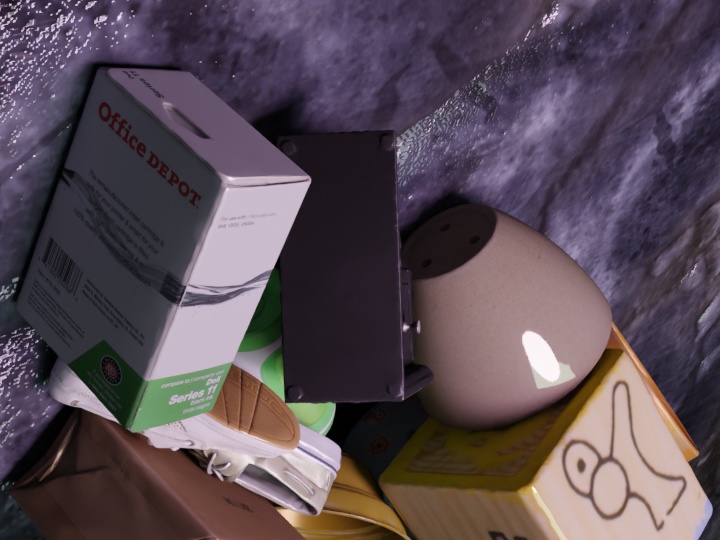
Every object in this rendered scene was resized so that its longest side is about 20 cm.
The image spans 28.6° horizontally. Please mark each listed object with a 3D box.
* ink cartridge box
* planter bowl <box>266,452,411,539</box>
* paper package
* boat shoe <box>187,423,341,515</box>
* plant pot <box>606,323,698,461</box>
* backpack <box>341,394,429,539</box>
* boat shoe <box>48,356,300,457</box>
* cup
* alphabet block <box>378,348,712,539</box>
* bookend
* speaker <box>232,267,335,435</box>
[{"bbox_3d":[-0.137,-0.017,0.952,0.083,0.147,0.200,-9,133,-48],"label":"ink cartridge box"},{"bbox_3d":[-0.044,0.224,1.360,0.200,0.084,0.200,4,151,2],"label":"planter bowl"},{"bbox_3d":[-0.151,0.212,1.149,0.104,0.191,0.200,-52,150,3],"label":"paper package"},{"bbox_3d":[-0.103,0.143,1.166,0.200,0.062,0.072,25,146,-22],"label":"boat shoe"},{"bbox_3d":[0.260,0.177,1.641,0.183,0.200,0.200,-34,150,9],"label":"plant pot"},{"bbox_3d":[0.068,0.213,1.465,0.176,0.153,0.200,-29,136,-24],"label":"backpack"},{"bbox_3d":[-0.145,0.105,1.096,0.200,0.071,0.069,24,121,-17],"label":"boat shoe"},{"bbox_3d":[0.110,0.025,1.292,0.200,0.200,0.143,-40,122,-12],"label":"cup"},{"bbox_3d":[0.175,0.209,1.313,0.195,0.196,0.200,-47,115,-36],"label":"alphabet block"},{"bbox_3d":[0.000,0.000,1.128,0.200,0.092,0.199,9,79,-81],"label":"bookend"},{"bbox_3d":[-0.075,0.076,1.193,0.088,0.088,0.200,-39,148,-15],"label":"speaker"}]
